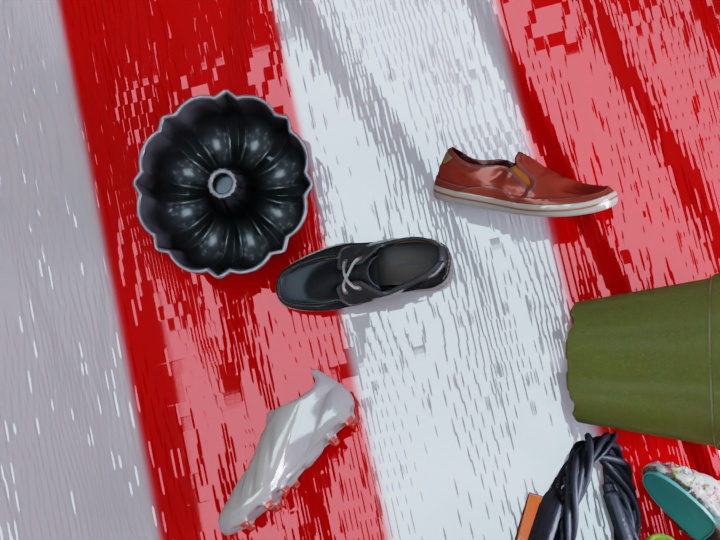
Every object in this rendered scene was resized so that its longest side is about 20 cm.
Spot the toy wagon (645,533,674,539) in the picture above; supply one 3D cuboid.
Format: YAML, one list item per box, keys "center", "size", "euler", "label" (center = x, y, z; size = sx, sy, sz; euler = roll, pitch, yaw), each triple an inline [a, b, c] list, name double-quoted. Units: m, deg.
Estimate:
- center: [0.281, 0.336, 1.227]
  size: [0.039, 0.198, 0.158]
  euler: [28, 127, 43]
  label: "toy wagon"

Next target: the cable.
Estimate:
- center: [0.237, 0.259, 1.232]
  size: [0.050, 0.163, 0.202]
  euler: [-7, 52, 47]
  label: "cable"

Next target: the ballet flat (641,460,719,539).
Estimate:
- center: [0.374, 0.259, 1.262]
  size: [0.200, 0.076, 0.064]
  euler: [45, 59, 5]
  label: "ballet flat"

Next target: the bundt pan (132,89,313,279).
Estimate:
- center: [-0.143, -0.089, 1.353]
  size: [0.198, 0.076, 0.206]
  euler: [-1, 83, 7]
  label: "bundt pan"

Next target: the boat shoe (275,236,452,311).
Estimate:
- center: [0.000, 0.000, 1.331]
  size: [0.196, 0.068, 0.073]
  euler: [-9, 84, 7]
  label: "boat shoe"

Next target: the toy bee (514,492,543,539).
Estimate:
- center: [0.153, 0.335, 1.266]
  size: [0.130, 0.109, 0.200]
  euler: [35, 64, 17]
  label: "toy bee"

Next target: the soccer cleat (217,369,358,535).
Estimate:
- center: [-0.088, 0.196, 1.322]
  size: [0.077, 0.069, 0.200]
  euler: [42, 83, 14]
  label: "soccer cleat"

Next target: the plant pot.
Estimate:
- center: [0.307, 0.092, 1.237]
  size: [0.187, 0.200, 0.204]
  euler: [-2, 83, 20]
  label: "plant pot"

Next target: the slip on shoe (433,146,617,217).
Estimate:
- center: [0.176, -0.094, 1.314]
  size: [0.197, 0.074, 0.062]
  euler: [9, 103, 13]
  label: "slip on shoe"
